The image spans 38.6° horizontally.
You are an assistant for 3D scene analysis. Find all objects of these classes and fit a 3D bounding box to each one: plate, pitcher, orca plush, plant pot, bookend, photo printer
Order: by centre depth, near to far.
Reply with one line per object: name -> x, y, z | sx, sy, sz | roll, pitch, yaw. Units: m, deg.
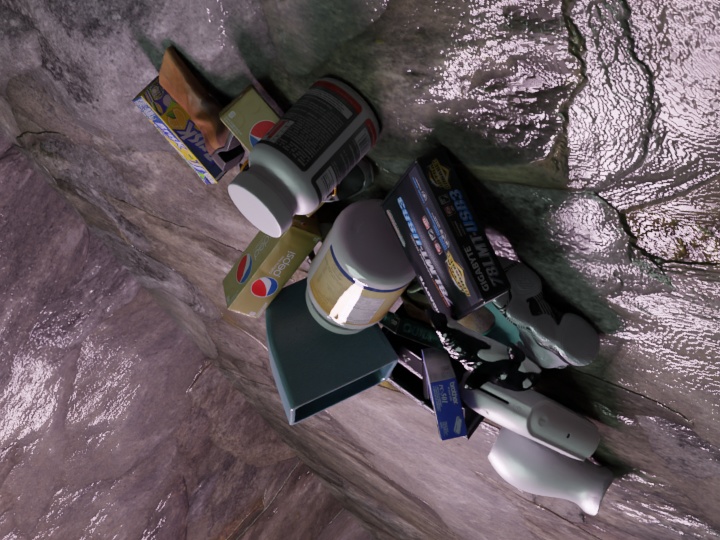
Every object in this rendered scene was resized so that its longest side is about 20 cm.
orca plush -> 0.162, 0.126, 1.394 | 0.104, 0.072, 0.199 | 4, 156, 47
plate -> 0.178, 0.053, 1.565 | 0.199, 0.026, 0.201 | 37, 161, 15
photo printer -> 0.256, 0.218, 1.599 | 0.199, 0.070, 0.166 | 28, 177, -40
plant pot -> -0.072, 0.120, 1.746 | 0.202, 0.194, 0.197 | 63, 169, 13
pitcher -> 0.323, 0.332, 1.766 | 0.198, 0.122, 0.172 | 27, 174, 10
bookend -> 0.137, 0.174, 1.808 | 0.199, 0.092, 0.199 | 35, 160, 20

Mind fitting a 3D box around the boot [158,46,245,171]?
boot -> -0.246, -0.284, 1.669 | 0.201, 0.068, 0.188 | 55, 159, 5

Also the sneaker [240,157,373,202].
sneaker -> -0.079, -0.127, 1.478 | 0.077, 0.197, 0.079 | -82, -13, -67

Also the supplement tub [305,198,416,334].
supplement tub -> 0.000, 0.000, 1.561 | 0.144, 0.145, 0.200 | 40, 146, 4

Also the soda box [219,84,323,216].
soda box -> -0.122, -0.180, 1.549 | 0.200, 0.068, 0.064 | 48, -177, -17

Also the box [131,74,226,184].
box -> -0.304, -0.249, 1.812 | 0.200, 0.070, 0.064 | 50, 161, -21

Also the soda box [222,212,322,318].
soda box -> -0.144, -0.018, 1.654 | 0.063, 0.200, 0.068 | 18, -144, -33

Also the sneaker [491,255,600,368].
sneaker -> 0.227, 0.066, 1.413 | 0.199, 0.075, 0.115 | 39, 159, 1

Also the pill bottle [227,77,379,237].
pill bottle -> -0.076, -0.149, 1.360 | 0.115, 0.200, 0.116 | 37, 161, 15

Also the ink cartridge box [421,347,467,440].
ink cartridge box -> 0.131, 0.190, 1.631 | 0.200, 0.044, 0.095 | -90, -12, -80

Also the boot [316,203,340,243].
boot -> -0.039, -0.084, 1.677 | 0.096, 0.075, 0.201 | -23, 109, 45

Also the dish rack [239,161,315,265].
dish rack -> -0.131, -0.085, 1.749 | 0.154, 0.054, 0.201 | -109, -9, -47

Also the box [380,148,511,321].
box -> 0.108, -0.036, 1.368 | 0.202, 0.049, 0.198 | 65, 163, 6

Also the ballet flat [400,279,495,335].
ballet flat -> 0.120, 0.052, 1.541 | 0.199, 0.068, 0.068 | 11, 139, 55

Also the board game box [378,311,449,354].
board game box -> 0.133, 0.111, 1.611 | 0.198, 0.029, 0.135 | 21, 180, -12
